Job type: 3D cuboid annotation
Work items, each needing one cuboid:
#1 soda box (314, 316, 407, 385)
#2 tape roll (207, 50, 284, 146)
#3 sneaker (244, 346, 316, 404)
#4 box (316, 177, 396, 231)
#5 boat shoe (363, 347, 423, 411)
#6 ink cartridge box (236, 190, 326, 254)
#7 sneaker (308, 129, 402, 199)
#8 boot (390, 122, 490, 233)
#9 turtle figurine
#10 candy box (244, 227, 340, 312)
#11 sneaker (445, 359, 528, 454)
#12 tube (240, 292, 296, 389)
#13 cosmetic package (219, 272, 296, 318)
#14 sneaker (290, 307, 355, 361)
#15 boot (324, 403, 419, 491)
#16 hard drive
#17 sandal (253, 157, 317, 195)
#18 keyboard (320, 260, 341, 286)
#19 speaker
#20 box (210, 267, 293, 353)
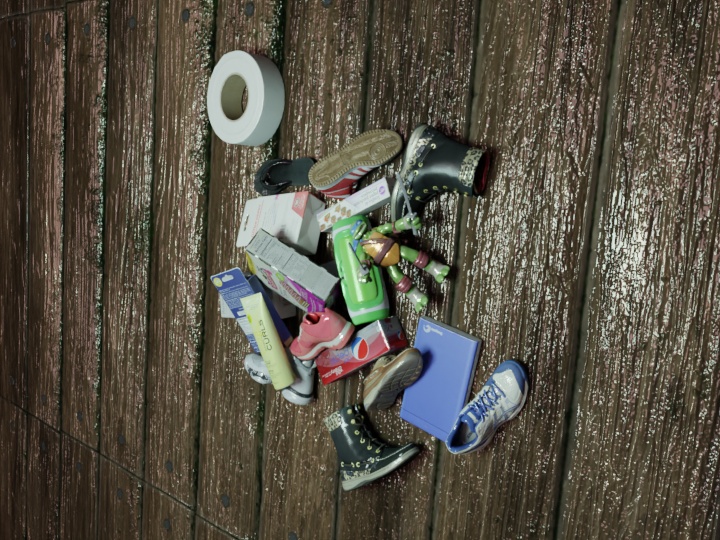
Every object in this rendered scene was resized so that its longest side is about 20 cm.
[{"bbox_3d":[-0.002,0.163,1.363,0.198,0.069,0.065,-34,74,36],"label":"soda box"},{"bbox_3d":[-0.263,-0.391,1.540,0.198,0.070,0.210,4,96,40],"label":"tape roll"},{"bbox_3d":[-0.173,0.205,1.509,0.197,0.074,0.118,26,109,30],"label":"sneaker"},{"bbox_3d":[-0.007,-0.130,1.366,0.197,0.041,0.040,-24,79,39],"label":"box"},{"bbox_3d":[0.053,0.199,1.302,0.201,0.074,0.073,-53,42,42],"label":"boat shoe"},{"bbox_3d":[-0.176,-0.098,1.469,0.196,0.067,0.120,0,71,39],"label":"ink cartridge box"},{"bbox_3d":[-0.002,-0.208,1.348,0.195,0.112,0.073,-23,75,7],"label":"sneaker"},{"bbox_3d":[0.140,-0.146,1.223,0.151,0.073,0.209,26,110,32],"label":"boot"},{"bbox_3d":[0.064,-0.025,1.207,0.192,0.145,0.200,37,148,-5],"label":"turtle figurine"},{"bbox_3d":[-0.138,0.014,1.385,0.197,0.062,0.137,32,158,11],"label":"candy box"},{"bbox_3d":[0.220,0.247,1.175,0.075,0.087,0.204,40,115,31],"label":"sneaker"},{"bbox_3d":[-0.195,0.147,1.419,0.057,0.052,0.205,-20,97,3],"label":"tube"},{"bbox_3d":[-0.239,0.056,1.548,0.196,0.073,0.105,-3,93,40],"label":"cosmetic package"},{"bbox_3d":[-0.093,0.120,1.374,0.087,0.074,0.198,46,140,-16],"label":"sneaker"},{"bbox_3d":[0.014,0.338,1.353,0.202,0.072,0.157,-35,69,35],"label":"boot"},{"bbox_3d":[0.148,0.206,1.271,0.130,0.025,0.206,21,106,37],"label":"hard drive"},{"bbox_3d":[-0.176,-0.214,1.494,0.196,0.047,0.078,-7,89,39],"label":"sandal"},{"bbox_3d":[-0.075,0.015,1.454,0.197,0.011,0.058,-18,77,39],"label":"keyboard"},{"bbox_3d":[0.000,0.000,1.341,0.087,0.087,0.206,-18,82,38],"label":"speaker"},{"bbox_3d":[-0.236,0.082,1.464,0.119,0.032,0.203,-13,112,45],"label":"box"}]
